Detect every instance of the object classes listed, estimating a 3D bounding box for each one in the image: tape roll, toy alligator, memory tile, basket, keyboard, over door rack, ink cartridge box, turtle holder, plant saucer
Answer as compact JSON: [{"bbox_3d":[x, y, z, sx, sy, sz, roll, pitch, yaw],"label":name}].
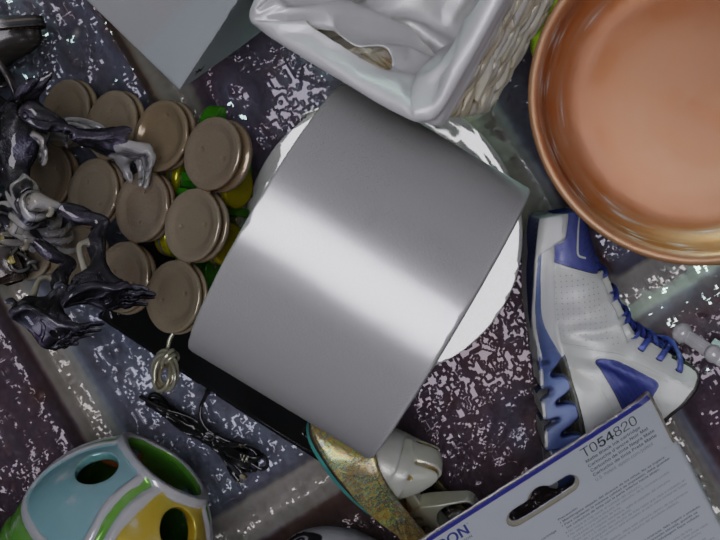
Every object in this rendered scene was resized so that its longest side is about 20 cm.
[{"bbox_3d":[0.000,0.000,0.936,0.139,0.203,0.203,31,95,3],"label":"tape roll"},{"bbox_3d":[-0.106,-0.013,1.021,0.059,0.054,0.201,10,90,37],"label":"toy alligator"},{"bbox_3d":[-0.166,-0.049,1.023,0.200,0.017,0.154,18,95,36],"label":"memory tile"},{"bbox_3d":[0.050,-0.198,0.852,0.135,0.123,0.200,32,104,16],"label":"basket"},{"bbox_3d":[-0.102,0.073,1.060,0.200,0.021,0.127,32,106,12],"label":"keyboard"},{"bbox_3d":[0.016,-0.026,1.051,0.202,0.037,0.203,0,93,5],"label":"tape roll"},{"bbox_3d":[0.272,0.002,0.960,0.067,0.200,0.148,38,97,11],"label":"over door rack"},{"bbox_3d":[0.149,0.200,1.008,0.199,0.041,0.200,-31,116,-2],"label":"ink cartridge box"},{"bbox_3d":[-0.168,0.193,1.005,0.141,0.186,0.132,34,96,-16],"label":"turtle holder"},{"bbox_3d":[0.199,-0.102,0.871,0.200,0.037,0.201,0,86,2],"label":"plant saucer"}]

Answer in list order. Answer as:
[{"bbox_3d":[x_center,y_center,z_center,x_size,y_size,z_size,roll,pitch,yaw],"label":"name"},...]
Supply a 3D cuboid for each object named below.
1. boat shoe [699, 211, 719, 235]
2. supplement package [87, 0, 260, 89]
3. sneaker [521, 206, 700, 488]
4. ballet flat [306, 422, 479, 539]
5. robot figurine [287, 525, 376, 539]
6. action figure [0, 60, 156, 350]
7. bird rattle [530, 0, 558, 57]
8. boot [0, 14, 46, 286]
[{"bbox_3d":[0.184,-0.062,0.964,0.075,0.200,0.093,42,72,-37],"label":"boat shoe"},{"bbox_3d":[-0.110,-0.270,0.950,0.200,0.147,0.191,44,135,0],"label":"supplement package"},{"bbox_3d":[0.177,0.049,1.031,0.115,0.081,0.200,-6,100,0],"label":"sneaker"},{"bbox_3d":[0.043,0.158,1.021,0.071,0.071,0.200,-35,112,5],"label":"ballet flat"},{"bbox_3d":[-0.041,0.276,1.028,0.150,0.125,0.200,33,97,2],"label":"robot figurine"},{"bbox_3d":[-0.203,-0.049,0.979,0.119,0.102,0.200,-37,61,30],"label":"action figure"},{"bbox_3d":[0.107,-0.199,0.973,0.200,0.163,0.113,40,89,23],"label":"bird rattle"},{"bbox_3d":[-0.277,-0.073,1.052,0.200,0.069,0.174,-28,88,16],"label":"boot"}]
